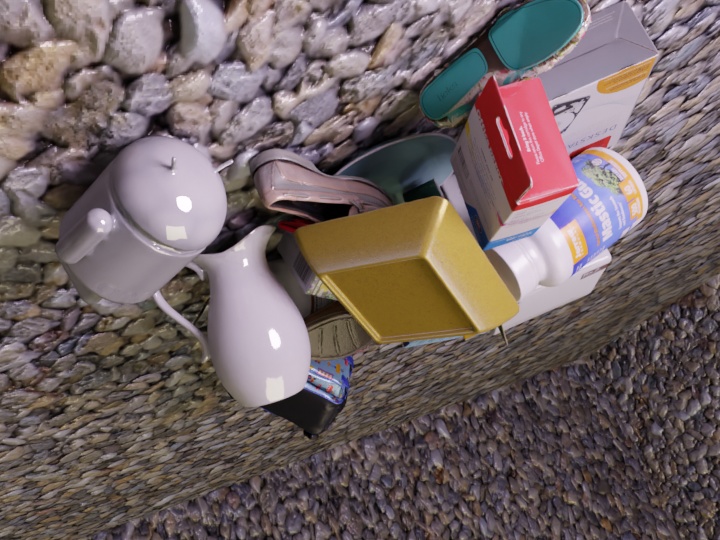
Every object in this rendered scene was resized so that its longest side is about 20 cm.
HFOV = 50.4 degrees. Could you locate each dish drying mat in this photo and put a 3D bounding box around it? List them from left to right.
[{"bbox_3d":[-0.009,-0.046,0.957,0.199,0.076,0.018,3,103,-53],"label":"dish drying mat"}]

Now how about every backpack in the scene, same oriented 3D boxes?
[{"bbox_3d":[-0.096,0.141,1.235,0.135,0.181,0.201,-58,-173,31],"label":"backpack"}]

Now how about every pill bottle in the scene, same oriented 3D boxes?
[{"bbox_3d":[-0.080,0.038,1.083,0.198,0.113,0.112,-4,153,-44],"label":"pill bottle"},{"bbox_3d":[0.237,-0.051,0.919,0.199,0.112,0.112,-36,165,-16],"label":"pill bottle"}]

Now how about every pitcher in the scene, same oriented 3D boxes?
[{"bbox_3d":[-0.156,0.063,0.930,0.169,0.203,0.121,-16,-176,3],"label":"pitcher"}]

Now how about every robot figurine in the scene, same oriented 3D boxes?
[{"bbox_3d":[-0.201,-0.046,0.712,0.199,0.114,0.169,-36,178,33],"label":"robot figurine"}]

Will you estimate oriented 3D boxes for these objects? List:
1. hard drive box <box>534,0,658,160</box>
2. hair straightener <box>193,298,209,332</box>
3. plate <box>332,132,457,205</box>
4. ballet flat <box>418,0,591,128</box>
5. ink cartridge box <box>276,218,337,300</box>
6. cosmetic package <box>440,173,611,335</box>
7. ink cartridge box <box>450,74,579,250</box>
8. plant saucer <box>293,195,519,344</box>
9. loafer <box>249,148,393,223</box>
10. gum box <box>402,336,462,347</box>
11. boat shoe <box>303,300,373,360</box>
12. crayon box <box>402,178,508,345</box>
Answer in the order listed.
[{"bbox_3d":[0.238,-0.197,0.895,0.154,0.078,0.200,-23,162,-1],"label":"hard drive box"},{"bbox_3d":[-0.157,0.068,1.123,0.198,0.077,0.041,-2,135,-37],"label":"hair straightener"},{"bbox_3d":[0.030,-0.115,0.944,0.198,0.026,0.201,-21,160,-8],"label":"plate"},{"bbox_3d":[0.144,-0.211,0.767,0.199,0.077,0.064,-26,173,35],"label":"ballet flat"},{"bbox_3d":[0.000,0.000,0.996,0.198,0.109,0.051,14,115,-36],"label":"ink cartridge box"},{"bbox_3d":[0.223,-0.045,1.087,0.163,0.202,0.165,-22,161,-2],"label":"cosmetic package"},{"bbox_3d":[0.153,-0.108,0.769,0.066,0.118,0.200,-16,168,-8],"label":"ink cartridge box"},{"bbox_3d":[0.047,0.018,0.844,0.198,0.049,0.200,-10,136,34],"label":"plant saucer"},{"bbox_3d":[-0.038,-0.072,0.853,0.198,0.064,0.072,17,140,-41],"label":"loafer"},{"bbox_3d":[0.113,0.022,1.182,0.198,0.172,0.044,-3,152,-45],"label":"gum box"},{"bbox_3d":[-0.007,0.061,1.037,0.198,0.068,0.073,-16,128,-19],"label":"boat shoe"},{"bbox_3d":[0.121,0.000,0.979,0.051,0.202,0.126,-24,151,4],"label":"crayon box"}]
